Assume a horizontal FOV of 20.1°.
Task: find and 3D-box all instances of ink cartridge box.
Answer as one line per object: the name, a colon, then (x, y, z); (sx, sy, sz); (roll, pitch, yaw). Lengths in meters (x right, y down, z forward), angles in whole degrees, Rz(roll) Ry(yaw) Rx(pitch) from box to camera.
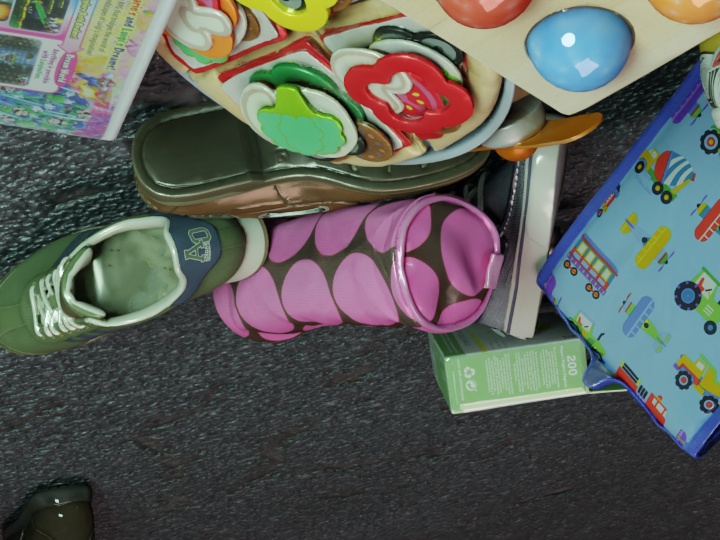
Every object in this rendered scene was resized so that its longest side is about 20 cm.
ink cartridge box: (0.155, 0.062, 1.505); (0.199, 0.048, 0.146); (-8, -173, -2)

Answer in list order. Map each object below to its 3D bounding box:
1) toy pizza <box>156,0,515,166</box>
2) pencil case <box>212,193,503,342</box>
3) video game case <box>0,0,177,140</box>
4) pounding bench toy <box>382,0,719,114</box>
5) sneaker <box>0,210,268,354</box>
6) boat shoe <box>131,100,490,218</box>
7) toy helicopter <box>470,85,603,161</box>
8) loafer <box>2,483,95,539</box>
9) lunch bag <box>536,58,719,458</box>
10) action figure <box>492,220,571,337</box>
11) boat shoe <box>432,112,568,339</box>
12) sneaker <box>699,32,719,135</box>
toy pizza: (-0.027, -0.106, 0.915); (0.199, 0.032, 0.201); (19, 151, 11)
pencil case: (0.000, 0.000, 1.194); (0.093, 0.091, 0.200); (22, 167, -32)
video game case: (-0.176, -0.122, 0.890); (0.181, 0.024, 0.200); (8, 155, -16)
pounding bench toy: (0.108, -0.172, 0.741); (0.124, 0.157, 0.199); (26, 139, -37)
sneaker: (-0.158, 0.005, 1.195); (0.199, 0.068, 0.090); (-18, 179, 27)
boat shoe: (-0.027, -0.067, 1.131); (0.199, 0.072, 0.068); (-2, 165, -2)
toy helicopter: (0.049, -0.103, 0.990); (0.079, 0.133, 0.200); (-33, 178, -13)
loafer: (-0.280, 0.252, 1.830); (0.073, 0.072, 0.200); (-6, 159, -16)
lunch bag: (0.202, 0.000, 1.198); (0.200, 0.151, 0.094); (-48, 156, 15)
action figure: (0.147, 0.005, 1.424); (0.199, 0.070, 0.130); (3, 167, -26)
boat shoe: (0.076, -0.030, 1.284); (0.092, 0.075, 0.201); (12, 142, 6)
sneaker: (0.275, -0.135, 1.107); (0.199, 0.083, 0.078); (-26, -178, -13)
